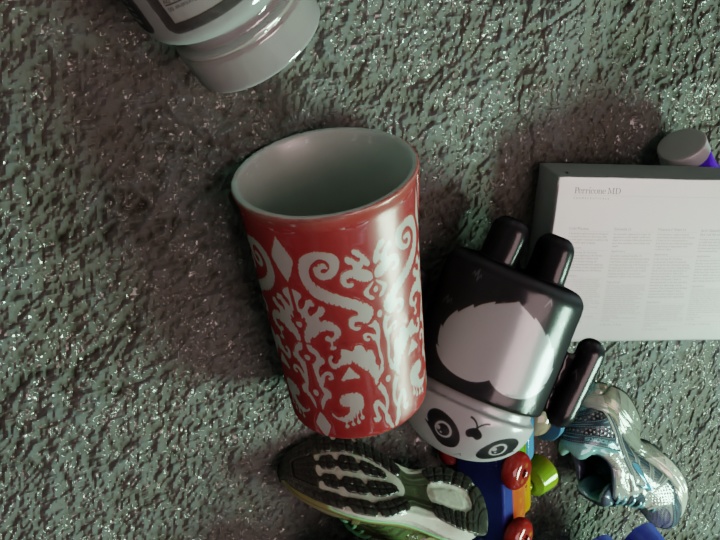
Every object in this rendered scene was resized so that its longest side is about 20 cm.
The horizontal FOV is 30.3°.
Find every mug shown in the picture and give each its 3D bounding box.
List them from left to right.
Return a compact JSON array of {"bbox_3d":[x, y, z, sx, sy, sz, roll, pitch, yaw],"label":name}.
[{"bbox_3d":[0.004,0.005,0.993,0.177,0.133,0.201,-26,125,-26],"label":"mug"}]

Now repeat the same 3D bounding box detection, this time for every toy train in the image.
[{"bbox_3d":[0.140,0.213,1.222,0.115,0.084,0.202,-32,127,-42],"label":"toy train"}]

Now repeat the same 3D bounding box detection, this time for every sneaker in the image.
[{"bbox_3d":[0.009,0.204,1.116,0.199,0.077,0.089,21,128,-27],"label":"sneaker"},{"bbox_3d":[0.246,0.198,1.287,0.200,0.077,0.087,50,58,-29],"label":"sneaker"}]

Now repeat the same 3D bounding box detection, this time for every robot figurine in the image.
[{"bbox_3d":[0.109,0.058,1.096,0.124,0.150,0.201,16,97,-54],"label":"robot figurine"}]

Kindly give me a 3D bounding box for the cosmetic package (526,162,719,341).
[{"bbox_3d":[0.249,-0.016,1.184,0.198,0.052,0.152,0,111,-15],"label":"cosmetic package"}]

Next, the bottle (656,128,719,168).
[{"bbox_3d":[0.330,-0.043,1.269,0.083,0.065,0.201,-41,128,-20],"label":"bottle"}]

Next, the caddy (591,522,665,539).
[{"bbox_3d":[0.243,0.338,1.288,0.141,0.105,0.201,-6,139,-38],"label":"caddy"}]

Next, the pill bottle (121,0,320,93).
[{"bbox_3d":[-0.112,-0.213,0.820,0.114,0.113,0.200,-47,130,-13],"label":"pill bottle"}]
